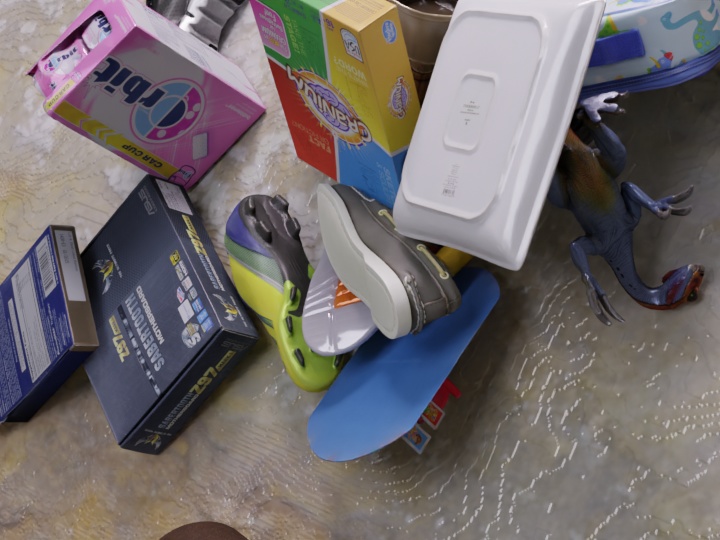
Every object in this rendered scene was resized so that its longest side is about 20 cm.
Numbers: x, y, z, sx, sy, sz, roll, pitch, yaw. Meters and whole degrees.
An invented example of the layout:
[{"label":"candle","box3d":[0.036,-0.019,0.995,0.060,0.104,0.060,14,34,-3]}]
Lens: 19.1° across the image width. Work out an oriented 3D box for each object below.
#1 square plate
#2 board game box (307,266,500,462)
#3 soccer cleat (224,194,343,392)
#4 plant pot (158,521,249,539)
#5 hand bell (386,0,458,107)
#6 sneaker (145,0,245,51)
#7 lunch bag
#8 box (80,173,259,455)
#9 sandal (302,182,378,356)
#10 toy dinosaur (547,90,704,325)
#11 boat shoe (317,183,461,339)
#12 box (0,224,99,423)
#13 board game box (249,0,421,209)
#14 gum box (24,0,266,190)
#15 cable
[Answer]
[{"label":"square plate","box3d":[0.091,-0.111,1.561,0.200,0.028,0.200,20,92,64]},{"label":"board game box","box3d":[0.043,0.085,1.712,0.158,0.039,0.201,-6,44,57]},{"label":"soccer cleat","box3d":[-0.066,0.027,1.841,0.084,0.064,0.201,-58,45,45]},{"label":"plant pot","box3d":[-0.107,0.298,1.690,0.187,0.186,0.200,-47,36,13]},{"label":"hand bell","box3d":[0.049,-0.158,1.753,0.104,0.103,0.201,54,148,39]},{"label":"sneaker","box3d":[-0.172,-0.232,2.018,0.090,0.066,0.201,28,87,44]},{"label":"lunch bag","box3d":[0.194,-0.186,1.649,0.199,0.161,0.083,-9,111,32]},{"label":"box","box3d":[-0.186,0.039,1.914,0.158,0.051,0.201,-48,49,24]},{"label":"sandal","box3d":[0.008,-0.001,1.790,0.079,0.059,0.208,-7,46,21]},{"label":"toy dinosaur","box3d":[0.189,-0.055,1.597,0.104,0.182,0.201,-25,43,4]},{"label":"boat shoe","box3d":[0.018,-0.014,1.703,0.060,0.073,0.202,-15,33,-15]},{"label":"box","box3d":[-0.305,0.058,1.983,0.200,0.032,0.122,-41,56,46]},{"label":"board game box","box3d":[-0.013,-0.148,1.719,0.040,0.201,0.153,-37,45,-22]},{"label":"gum box","box3d":[-0.192,-0.162,1.911,0.113,0.200,0.066,-44,51,13]},{"label":"cable","box3d":[0.116,-0.059,1.741,0.199,0.050,0.097,-36,14,2]}]
